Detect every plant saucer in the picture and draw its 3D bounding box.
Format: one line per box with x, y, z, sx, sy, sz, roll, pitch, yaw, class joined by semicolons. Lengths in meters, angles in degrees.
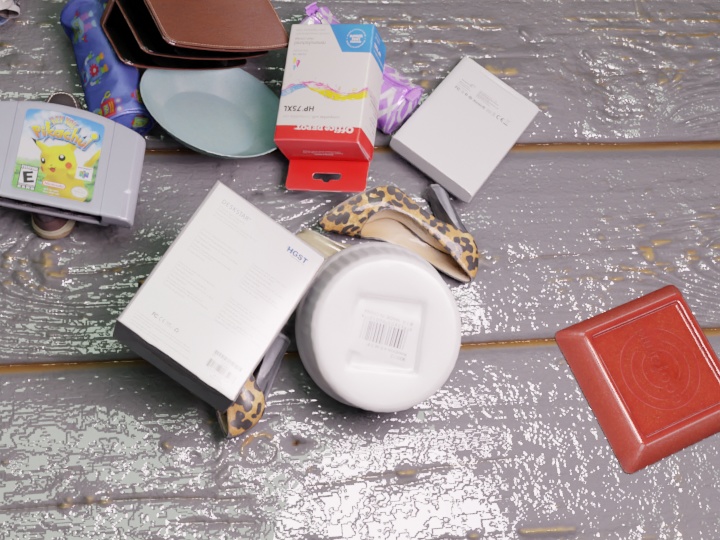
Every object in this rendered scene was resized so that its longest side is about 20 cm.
0.379;0.129;1.414;0.197;0.037;0.202;-20;71;-18;plant saucer
-0.191;-0.201;1.425;0.198;0.039;0.203;16;41;-14;plant saucer

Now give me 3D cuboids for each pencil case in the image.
-0.330;-0.258;1.427;0.078;0.086;0.203;9;55;-56;pencil case
-0.007;-0.275;1.492;0.199;0.086;0.084;41;54;7;pencil case

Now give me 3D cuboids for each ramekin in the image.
0.025;0.069;1.293;0.197;0.098;0.204;0;93;-8;ramekin

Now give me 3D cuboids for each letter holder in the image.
-0.205;-0.301;1.408;0.198;0.101;0.143;-9;59;-43;letter holder

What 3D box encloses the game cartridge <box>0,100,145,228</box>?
-0.360;-0.131;1.317;0.197;0.041;0.135;10;63;-16;game cartridge

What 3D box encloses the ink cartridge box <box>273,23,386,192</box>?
-0.040;-0.206;1.399;0.114;0.067;0.204;3;75;16;ink cartridge box

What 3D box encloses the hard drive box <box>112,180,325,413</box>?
-0.157;0.029;1.239;0.155;0.077;0.201;35;67;-4;hard drive box

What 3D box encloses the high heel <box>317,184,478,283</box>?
0.054;-0.035;1.401;0.197;0.072;0.144;-11;62;-25;high heel

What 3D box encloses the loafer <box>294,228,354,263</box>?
0.000;0.000;1.380;0.198;0.076;0.069;29;62;-7;loafer

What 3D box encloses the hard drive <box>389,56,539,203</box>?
0.144;-0.195;1.502;0.131;0.027;0.200;36;56;6;hard drive

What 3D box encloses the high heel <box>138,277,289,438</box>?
-0.190;0.098;1.285;0.198;0.071;0.144;28;57;-8;high heel

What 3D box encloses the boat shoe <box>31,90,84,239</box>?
-0.375;-0.141;1.371;0.071;0.065;0.203;6;66;-9;boat shoe

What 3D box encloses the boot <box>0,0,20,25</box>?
-0.468;-0.379;1.465;0.198;0.074;0.096;-30;80;-13;boot
